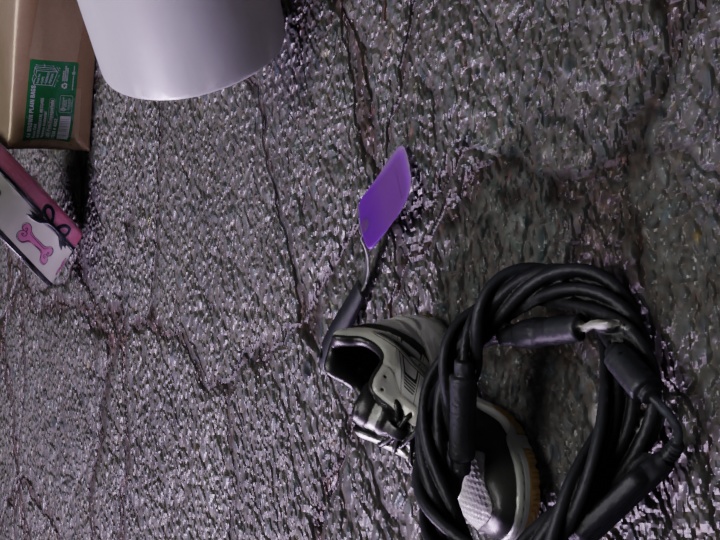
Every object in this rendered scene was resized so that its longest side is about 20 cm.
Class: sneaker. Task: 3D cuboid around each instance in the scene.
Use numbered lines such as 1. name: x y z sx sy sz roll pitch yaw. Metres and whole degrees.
1. sneaker: 0.039 0.104 0.991 0.200 0.087 0.076 52 134 49

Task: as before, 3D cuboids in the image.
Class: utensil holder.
1. utensil holder: -0.154 -0.258 1.216 0.170 0.169 0.201 -129 23 -51

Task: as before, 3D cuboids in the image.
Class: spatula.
1. spatula: 0.000 0.000 1.138 0.057 0.020 0.201 -101 23 -47

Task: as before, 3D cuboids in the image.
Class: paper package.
1. paper package: -0.381 -0.256 1.815 0.190 0.103 0.202 35 121 59

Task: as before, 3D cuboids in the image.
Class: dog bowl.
1. dog bowl: -0.402 -0.078 1.795 0.200 0.074 0.200 45 173 7

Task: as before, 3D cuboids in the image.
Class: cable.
1. cable: 0.086 0.091 0.877 0.200 0.051 0.164 -50 52 29
